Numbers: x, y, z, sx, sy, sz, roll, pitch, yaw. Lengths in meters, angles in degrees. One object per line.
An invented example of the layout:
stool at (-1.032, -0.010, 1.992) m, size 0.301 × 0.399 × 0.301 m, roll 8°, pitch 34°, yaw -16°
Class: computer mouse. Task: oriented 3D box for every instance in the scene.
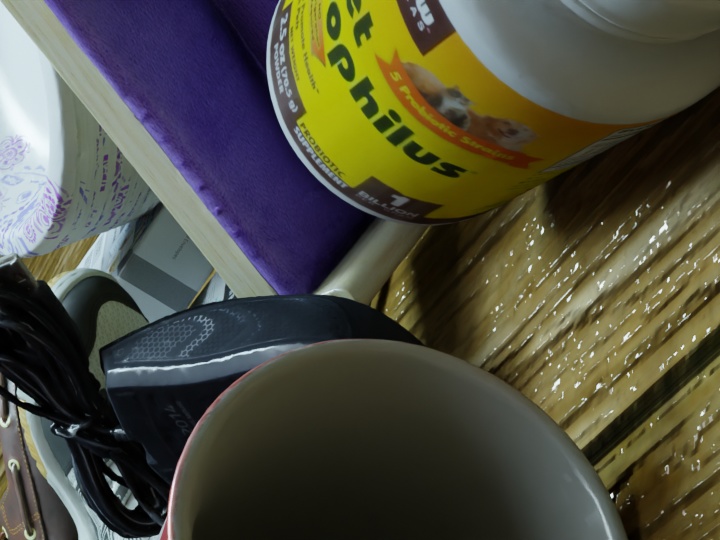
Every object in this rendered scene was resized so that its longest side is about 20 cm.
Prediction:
computer mouse at (-0.042, 0.043, 0.715) m, size 0.200 × 0.139 × 0.053 m, roll -2°, pitch 41°, yaw 35°

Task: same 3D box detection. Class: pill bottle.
pill bottle at (0.050, -0.085, 0.587) m, size 0.200 × 0.109 × 0.109 m, roll 151°, pitch 132°, yaw -66°

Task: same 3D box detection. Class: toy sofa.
toy sofa at (-0.051, -0.077, 0.719) m, size 0.098 × 0.200 × 0.083 m, roll -27°, pitch 16°, yaw 41°

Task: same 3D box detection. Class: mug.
mug at (-0.034, 0.137, 0.582) m, size 0.178 × 0.133 × 0.200 m, roll -33°, pitch -16°, yaw -36°

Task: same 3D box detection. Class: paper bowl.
paper bowl at (-0.145, -0.114, 0.890) m, size 0.201 × 0.104 × 0.201 m, roll 34°, pitch 135°, yaw 42°

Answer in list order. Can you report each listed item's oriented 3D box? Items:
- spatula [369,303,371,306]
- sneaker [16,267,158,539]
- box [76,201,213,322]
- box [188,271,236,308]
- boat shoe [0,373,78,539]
spatula at (0.000, 0.000, 0.812) m, size 0.057 × 0.021 × 0.200 m, roll -4°, pitch 72°, yaw 66°
sneaker at (-0.085, 0.094, 0.829) m, size 0.088 × 0.076 × 0.200 m, roll 2°, pitch 109°, yaw 42°
box at (-0.076, -0.051, 0.955) m, size 0.200 × 0.041 × 0.156 m, roll -57°, pitch 14°, yaw 10°
box at (-0.069, 0.064, 0.922) m, size 0.200 × 0.049 × 0.082 m, roll 133°, pitch 148°, yaw -55°
boat shoe at (-0.158, 0.123, 1.027) m, size 0.070 × 0.070 × 0.200 m, roll -23°, pitch -68°, yaw -78°
